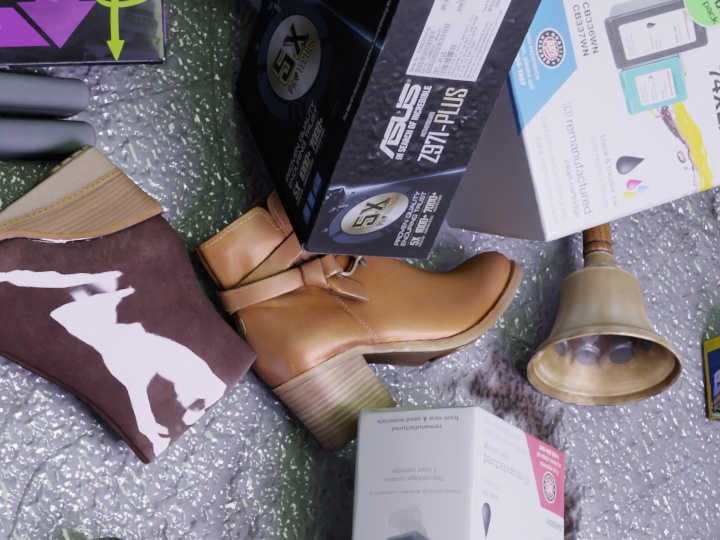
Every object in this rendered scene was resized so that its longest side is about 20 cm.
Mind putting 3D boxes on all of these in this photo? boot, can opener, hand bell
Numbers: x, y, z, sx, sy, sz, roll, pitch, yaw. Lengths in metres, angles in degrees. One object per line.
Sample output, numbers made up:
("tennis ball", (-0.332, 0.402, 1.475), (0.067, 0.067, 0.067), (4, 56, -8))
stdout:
("boot", (-0.165, 0.042, 0.927), (0.200, 0.072, 0.167), (-41, 101, -31))
("boot", (0.000, 0.000, 1.052), (0.200, 0.077, 0.156), (-37, 93, -27))
("can opener", (-0.241, -0.086, 0.928), (0.199, 0.066, 0.053), (-4, 82, -42))
("hand bell", (0.165, -0.018, 1.159), (0.104, 0.104, 0.201), (20, 54, -26))

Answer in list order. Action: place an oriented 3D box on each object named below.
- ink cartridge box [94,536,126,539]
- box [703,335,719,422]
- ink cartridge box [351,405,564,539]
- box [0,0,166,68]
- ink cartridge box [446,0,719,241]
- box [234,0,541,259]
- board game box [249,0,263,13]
("ink cartridge box", (-0.108, 0.270, 0.920), (0.159, 0.047, 0.201), (29, 68, -23))
("box", (0.353, 0.086, 1.241), (0.199, 0.070, 0.065), (9, 69, -30))
("ink cartridge box", (0.059, 0.193, 0.985), (0.145, 0.084, 0.202), (31, 59, -57))
("box", (-0.185, -0.217, 0.947), (0.142, 0.036, 0.202), (-3, 94, -8))
("ink cartridge box", (0.156, -0.120, 1.074), (0.199, 0.146, 0.148), (-18, 102, -20))
("box", (0.010, -0.134, 0.970), (0.086, 0.201, 0.164), (3, 40, -26))
("board game box", (-0.064, -0.287, 1.032), (0.200, 0.041, 0.201), (47, 45, -63))
